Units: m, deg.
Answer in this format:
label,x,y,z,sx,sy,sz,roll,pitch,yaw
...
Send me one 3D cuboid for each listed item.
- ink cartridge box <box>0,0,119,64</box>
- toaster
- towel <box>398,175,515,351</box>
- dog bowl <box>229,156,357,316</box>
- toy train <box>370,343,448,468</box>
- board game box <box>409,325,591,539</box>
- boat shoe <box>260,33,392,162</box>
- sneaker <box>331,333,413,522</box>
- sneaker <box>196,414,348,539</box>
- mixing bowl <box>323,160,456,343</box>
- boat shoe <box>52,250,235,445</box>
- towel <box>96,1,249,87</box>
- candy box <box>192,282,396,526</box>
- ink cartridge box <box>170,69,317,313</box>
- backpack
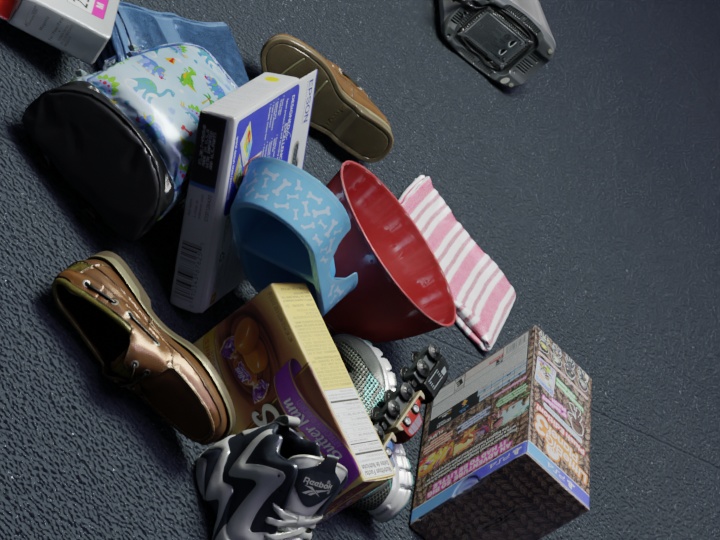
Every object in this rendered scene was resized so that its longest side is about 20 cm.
label,x,y,z,sx,sy,sz,roll,pitch,yaw
ink cartridge box,-0.316,-0.309,1.627,0.173,0.044,0.201,27,38,-20
toaster,0.186,-0.367,2.386,0.199,0.114,0.130,32,32,-30
towel,0.112,-0.010,1.988,0.200,0.030,0.146,49,30,-9
dog bowl,-0.065,-0.023,1.542,0.111,0.200,0.050,25,64,19
toy train,0.036,0.141,1.588,0.046,0.034,0.200,54,41,-13
board game box,0.148,0.184,1.707,0.097,0.159,0.201,42,32,-21
boat shoe,-0.045,-0.205,1.924,0.200,0.072,0.068,44,19,-29
sneaker,-0.011,0.143,1.611,0.091,0.078,0.201,18,43,-40
sneaker,-0.060,0.214,1.405,0.079,0.129,0.200,21,43,-43
mixing bowl,0.000,0.000,1.718,0.200,0.108,0.201,49,19,-22
boat shoe,-0.192,0.077,1.428,0.200,0.072,0.068,48,33,7
towel,-0.197,-0.222,1.742,0.199,0.048,0.112,7,55,-53
candy box,-0.063,0.126,1.507,0.056,0.116,0.201,0,60,-55
ink cartridge box,-0.110,-0.084,1.597,0.047,0.199,0.200,16,24,14
backpack,-0.198,-0.135,1.579,0.163,0.154,0.200,48,16,3
